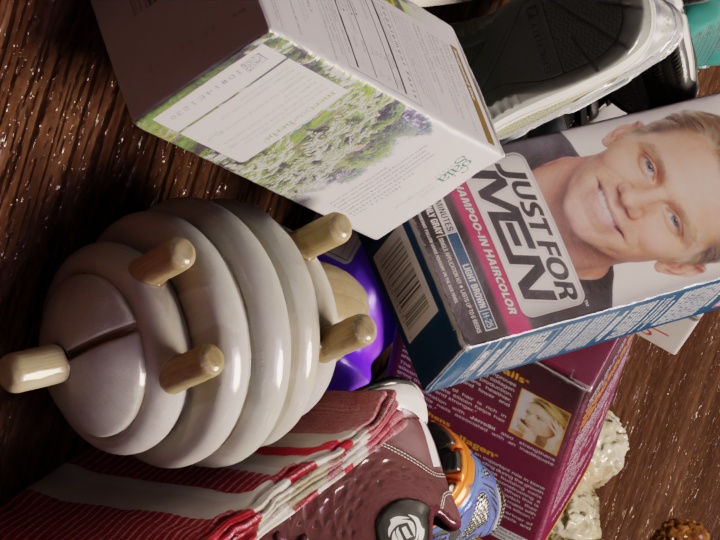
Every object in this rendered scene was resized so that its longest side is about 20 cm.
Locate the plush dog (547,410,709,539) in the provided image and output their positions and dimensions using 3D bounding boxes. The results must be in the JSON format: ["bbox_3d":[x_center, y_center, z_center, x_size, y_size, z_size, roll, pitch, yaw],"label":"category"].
[{"bbox_3d":[0.119,0.199,1.769,0.200,0.172,0.160,-59,167,21],"label":"plush dog"}]

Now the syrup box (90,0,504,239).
[{"bbox_3d":[-0.026,-0.089,1.291,0.079,0.082,0.200,-32,152,22],"label":"syrup box"}]

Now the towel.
[{"bbox_3d":[-0.089,0.099,1.351,0.200,0.144,0.023,-35,120,-48],"label":"towel"}]

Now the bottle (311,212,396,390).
[{"bbox_3d":[0.000,0.000,1.519,0.200,0.065,0.084,-62,159,-6],"label":"bottle"}]

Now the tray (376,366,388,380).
[{"bbox_3d":[0.030,0.095,1.707,0.200,0.037,0.099,-45,150,-35],"label":"tray"}]

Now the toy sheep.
[{"bbox_3d":[-0.078,0.028,1.313,0.200,0.138,0.138,-4,119,-39],"label":"toy sheep"}]

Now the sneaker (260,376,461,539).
[{"bbox_3d":[-0.038,0.140,1.434,0.199,0.116,0.076,-24,169,-13],"label":"sneaker"}]

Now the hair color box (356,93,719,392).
[{"bbox_3d":[0.108,-0.016,1.435,0.199,0.100,0.061,-15,162,-27],"label":"hair color box"}]

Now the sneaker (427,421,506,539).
[{"bbox_3d":[-0.003,0.157,1.548,0.200,0.076,0.078,-31,139,29],"label":"sneaker"}]

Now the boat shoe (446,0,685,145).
[{"bbox_3d":[0.063,-0.094,1.424,0.065,0.201,0.075,14,58,-58],"label":"boat shoe"}]

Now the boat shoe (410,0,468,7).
[{"bbox_3d":[0.023,-0.169,1.400,0.200,0.073,0.063,-25,136,-48],"label":"boat shoe"}]

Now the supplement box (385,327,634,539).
[{"bbox_3d":[0.077,0.061,1.551,0.086,0.110,0.200,-56,168,-32],"label":"supplement box"}]

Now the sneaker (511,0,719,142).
[{"bbox_3d":[0.144,-0.119,1.564,0.084,0.120,0.201,80,22,-62],"label":"sneaker"}]

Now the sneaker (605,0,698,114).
[{"bbox_3d":[0.146,-0.185,1.509,0.115,0.075,0.200,-32,97,-43],"label":"sneaker"}]

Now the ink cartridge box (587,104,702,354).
[{"bbox_3d":[0.167,-0.022,1.707,0.067,0.116,0.200,-58,175,-23],"label":"ink cartridge box"}]
